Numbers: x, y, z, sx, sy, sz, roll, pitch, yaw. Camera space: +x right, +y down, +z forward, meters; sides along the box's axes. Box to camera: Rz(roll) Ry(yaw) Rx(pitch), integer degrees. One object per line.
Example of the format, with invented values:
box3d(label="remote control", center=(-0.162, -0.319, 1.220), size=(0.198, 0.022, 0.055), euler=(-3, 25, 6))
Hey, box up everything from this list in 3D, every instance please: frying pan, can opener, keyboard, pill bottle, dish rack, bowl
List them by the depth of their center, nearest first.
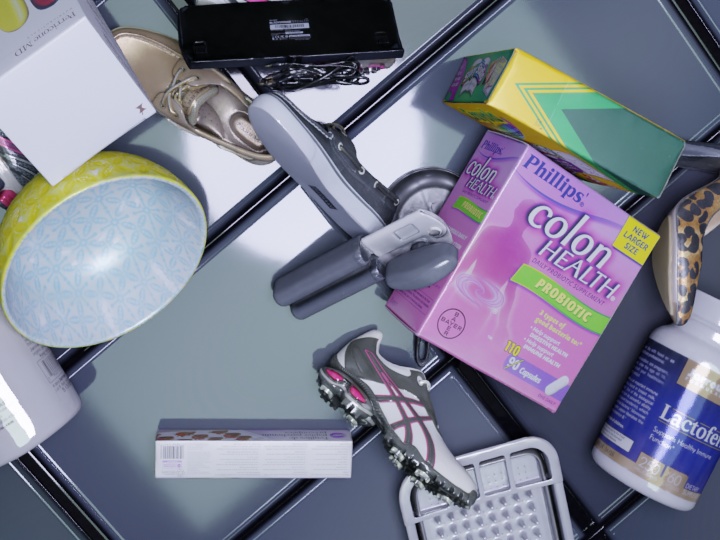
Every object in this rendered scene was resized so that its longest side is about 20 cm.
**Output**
box3d(label="keyboard", center=(-0.062, -0.195, 0.976), size=(0.196, 0.040, 0.105), euler=(-5, 54, -7))
box3d(label="bowl", center=(-0.251, -0.038, 1.001), size=(0.200, 0.200, 0.108), euler=(-41, 58, 0))
box3d(label="pill bottle", center=(-0.355, 0.071, 1.011), size=(0.113, 0.114, 0.202), euler=(-30, 100, -2))
box3d(label="can opener", center=(0.000, 0.000, 1.026), size=(0.198, 0.067, 0.053), euler=(-23, 132, 33))
box3d(label="frying pan", center=(0.056, -0.010, 1.096), size=(0.114, 0.031, 0.192), euler=(25, 92, -8))
box3d(label="pill bottle", center=(0.325, 0.127, 1.102), size=(0.114, 0.116, 0.202), euler=(25, 94, -10))
box3d(label="dish rack", center=(0.134, 0.277, 1.137), size=(0.169, 0.044, 0.203), euler=(-14, 99, -6))

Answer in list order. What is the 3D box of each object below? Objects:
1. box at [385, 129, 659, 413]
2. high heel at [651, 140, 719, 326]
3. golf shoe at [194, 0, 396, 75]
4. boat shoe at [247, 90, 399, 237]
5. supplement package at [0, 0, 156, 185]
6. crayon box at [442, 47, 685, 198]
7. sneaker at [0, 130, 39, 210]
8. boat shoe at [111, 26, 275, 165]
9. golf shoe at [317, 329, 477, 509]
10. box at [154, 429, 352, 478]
box3d(label="box", center=(0.155, 0.001, 1.056), size=(0.174, 0.097, 0.202), euler=(30, 93, -23))
box3d(label="high heel", center=(0.362, -0.037, 1.079), size=(0.140, 0.072, 0.203), euler=(7, 69, -3))
box3d(label="golf shoe", center=(-0.058, -0.237, 1.025), size=(0.197, 0.073, 0.094), euler=(11, 95, -8))
box3d(label="boat shoe", center=(-0.030, -0.102, 1.014), size=(0.057, 0.068, 0.200), euler=(-55, 132, -15))
box3d(label="supplement package", center=(-0.271, -0.190, 0.929), size=(0.113, 0.201, 0.110), euler=(-35, 137, -1))
box3d(label="crayon box", center=(0.177, -0.136, 1.003), size=(0.171, 0.200, 0.059), euler=(26, 95, -10))
box3d(label="sneaker", center=(-0.363, -0.152, 1.003), size=(0.075, 0.080, 0.201), euler=(-42, 109, -14))
box3d(label="boat shoe", center=(-0.156, -0.164, 1.027), size=(0.198, 0.065, 0.073), euler=(33, 93, -10))
box3d(label="golf shoe", center=(0.049, 0.145, 1.071), size=(0.200, 0.077, 0.088), euler=(43, 74, 9))
box3d(label="box", center=(-0.107, 0.183, 1.095), size=(0.196, 0.039, 0.042), euler=(0, 100, -7))
